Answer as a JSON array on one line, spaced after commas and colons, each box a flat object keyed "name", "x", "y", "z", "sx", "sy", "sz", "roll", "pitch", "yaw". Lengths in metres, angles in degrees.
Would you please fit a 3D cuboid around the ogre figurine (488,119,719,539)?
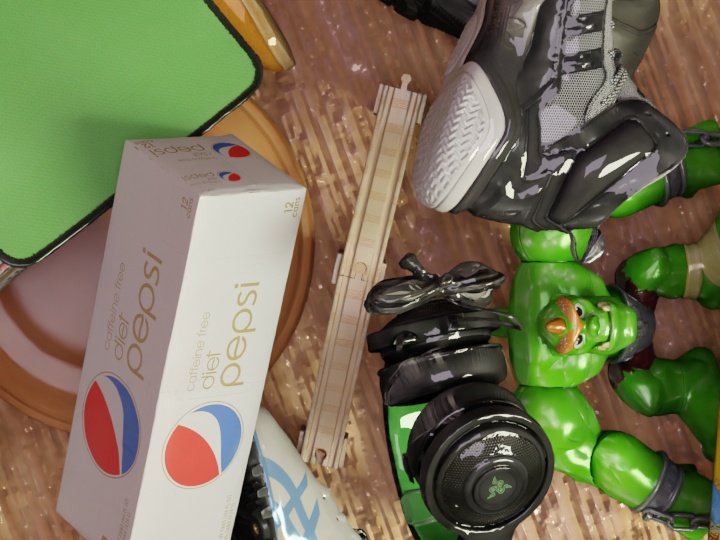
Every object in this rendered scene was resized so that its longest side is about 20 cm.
[{"name": "ogre figurine", "x": 0.127, "y": 0.030, "z": 1.259, "sx": 0.119, "sy": 0.098, "sz": 0.201, "roll": 1, "pitch": 109, "yaw": -17}]

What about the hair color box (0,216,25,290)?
[{"name": "hair color box", "x": -0.239, "y": -0.070, "z": 1.239, "sx": 0.099, "sy": 0.061, "sz": 0.201, "roll": -37, "pitch": 82, "yaw": 34}]

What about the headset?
[{"name": "headset", "x": 0.033, "y": 0.065, "z": 1.208, "sx": 0.093, "sy": 0.201, "sz": 0.124, "roll": -9, "pitch": 53, "yaw": -17}]

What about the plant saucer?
[{"name": "plant saucer", "x": -0.122, "y": -0.013, "z": 1.285, "sx": 0.199, "sy": 0.037, "sz": 0.202, "roll": 0, "pitch": 92, "yaw": 0}]

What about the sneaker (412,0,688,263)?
[{"name": "sneaker", "x": 0.109, "y": -0.104, "z": 1.204, "sx": 0.113, "sy": 0.075, "sz": 0.201, "roll": 25, "pitch": 87, "yaw": -10}]

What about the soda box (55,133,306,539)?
[{"name": "soda box", "x": -0.087, "y": 0.040, "z": 1.206, "sx": 0.063, "sy": 0.068, "sz": 0.201, "roll": -6, "pitch": 118, "yaw": -38}]

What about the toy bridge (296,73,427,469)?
[{"name": "toy bridge", "x": 0.000, "y": 0.000, "z": 1.269, "sx": 0.027, "sy": 0.067, "sz": 0.201, "roll": 13, "pitch": 93, "yaw": 0}]

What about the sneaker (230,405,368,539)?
[{"name": "sneaker", "x": -0.014, "y": 0.149, "z": 1.270, "sx": 0.072, "sy": 0.072, "sz": 0.201, "roll": -31, "pitch": 103, "yaw": -21}]

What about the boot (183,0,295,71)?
[{"name": "boot", "x": -0.142, "y": -0.136, "z": 1.266, "sx": 0.144, "sy": 0.071, "sz": 0.201, "roll": -41, "pitch": 83, "yaw": 1}]

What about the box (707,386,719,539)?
[{"name": "box", "x": 0.283, "y": 0.054, "z": 1.196, "sx": 0.199, "sy": 0.122, "sz": 0.194, "roll": 7, "pitch": 93, "yaw": 36}]

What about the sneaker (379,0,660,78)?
[{"name": "sneaker", "x": 0.061, "y": -0.156, "z": 1.268, "sx": 0.200, "sy": 0.076, "sz": 0.091, "roll": 36, "pitch": 83, "yaw": -9}]

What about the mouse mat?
[{"name": "mouse mat", "x": -0.163, "y": -0.120, "z": 1.203, "sx": 0.161, "sy": 0.008, "sz": 0.200, "roll": -38, "pitch": 87, "yaw": -15}]
